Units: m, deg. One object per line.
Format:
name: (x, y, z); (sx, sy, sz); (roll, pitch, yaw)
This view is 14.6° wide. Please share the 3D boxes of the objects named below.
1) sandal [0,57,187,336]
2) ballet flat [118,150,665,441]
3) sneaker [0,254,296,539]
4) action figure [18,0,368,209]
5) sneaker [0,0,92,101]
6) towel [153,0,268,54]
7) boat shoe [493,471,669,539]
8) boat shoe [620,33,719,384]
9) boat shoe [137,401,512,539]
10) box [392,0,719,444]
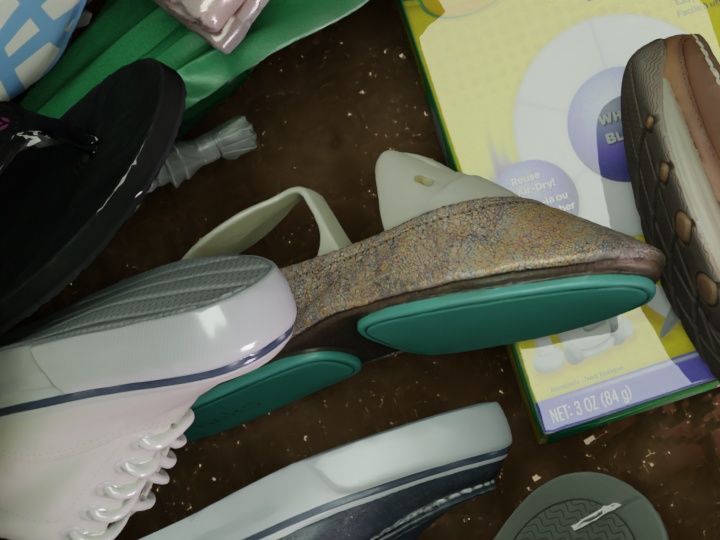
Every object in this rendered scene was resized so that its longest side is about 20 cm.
sandal: (-0.136, -0.009, 0.883); (0.200, 0.048, 0.076); (-32, 38, 30)
ballet flat: (0.000, 0.000, 0.904); (0.199, 0.068, 0.068); (-16, 72, 23)
sneaker: (-0.083, 0.047, 0.887); (0.073, 0.200, 0.071); (-32, 98, -42)
action figure: (-0.064, -0.066, 0.931); (0.200, 0.055, 0.118); (-45, 40, 6)
sneaker: (-0.152, -0.075, 0.899); (0.200, 0.072, 0.072); (-42, 64, 27)
towel: (-0.048, -0.187, 0.929); (0.200, 0.032, 0.191); (37, 86, 36)
boat shoe: (0.035, 0.158, 0.912); (0.074, 0.065, 0.202); (31, 85, 21)
boat shoe: (0.145, 0.013, 0.883); (0.072, 0.076, 0.201); (-26, 93, -7)
boat shoe: (-0.030, 0.118, 0.918); (0.200, 0.071, 0.091); (-25, 84, 5)
box: (0.083, -0.055, 0.946); (0.117, 0.048, 0.201); (-18, 81, -2)
